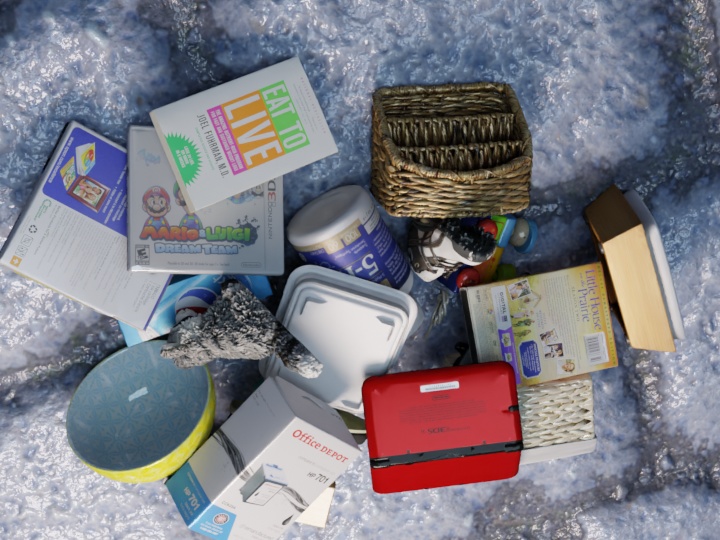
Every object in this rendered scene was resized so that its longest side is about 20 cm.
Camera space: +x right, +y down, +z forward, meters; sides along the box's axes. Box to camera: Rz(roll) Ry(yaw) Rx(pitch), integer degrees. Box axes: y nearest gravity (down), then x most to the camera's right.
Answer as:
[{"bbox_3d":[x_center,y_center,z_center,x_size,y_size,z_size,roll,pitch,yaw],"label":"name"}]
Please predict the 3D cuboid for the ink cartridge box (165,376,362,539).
[{"bbox_3d":[-0.121,0.248,1.648,0.200,0.086,0.146,-45,136,10],"label":"ink cartridge box"}]

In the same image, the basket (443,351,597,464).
[{"bbox_3d":[0.217,0.184,1.823,0.200,0.136,0.123,-9,119,-11],"label":"basket"}]

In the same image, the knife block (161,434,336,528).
[{"bbox_3d":[-0.157,0.284,1.755,0.176,0.200,0.064,-4,114,-45],"label":"knife block"}]

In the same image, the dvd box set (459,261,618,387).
[{"bbox_3d":[0.239,0.076,1.747,0.200,0.029,0.146,-11,93,-16],"label":"dvd box set"}]

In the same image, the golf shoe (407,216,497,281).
[{"bbox_3d":[0.114,-0.023,1.691,0.078,0.200,0.095,13,101,-18],"label":"golf shoe"}]

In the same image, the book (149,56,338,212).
[{"bbox_3d":[-0.145,-0.171,1.627,0.200,0.048,0.134,-25,98,-19],"label":"book"}]

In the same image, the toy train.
[{"bbox_3d":[0.162,0.008,1.789,0.116,0.085,0.200,9,107,-31],"label":"toy train"}]

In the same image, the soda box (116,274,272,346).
[{"bbox_3d":[-0.221,0.028,1.698,0.200,0.068,0.064,-21,113,-7],"label":"soda box"}]

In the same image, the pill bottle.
[{"bbox_3d":[0.000,0.000,1.717,0.120,0.120,0.200,-32,114,-1],"label":"pill bottle"}]

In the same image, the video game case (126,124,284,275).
[{"bbox_3d":[-0.193,-0.086,1.637,0.200,0.024,0.182,1,84,-22],"label":"video game case"}]

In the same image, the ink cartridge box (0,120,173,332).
[{"bbox_3d":[-0.318,-0.053,1.628,0.200,0.047,0.198,29,80,-23],"label":"ink cartridge box"}]

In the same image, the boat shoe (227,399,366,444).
[{"bbox_3d":[-0.085,0.220,1.799,0.201,0.074,0.063,6,105,-15],"label":"boat shoe"}]

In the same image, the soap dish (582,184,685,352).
[{"bbox_3d":[0.374,0.000,1.797,0.081,0.157,0.200,-18,113,5],"label":"soap dish"}]

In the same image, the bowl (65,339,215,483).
[{"bbox_3d":[-0.269,0.201,1.700,0.200,0.200,0.108,-27,137,-3],"label":"bowl"}]

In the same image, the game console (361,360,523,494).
[{"bbox_3d":[0.107,0.209,1.724,0.200,0.119,0.172,-7,90,-1],"label":"game console"}]

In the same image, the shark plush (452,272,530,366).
[{"bbox_3d":[0.198,0.083,1.774,0.200,0.083,0.091,-29,150,-26],"label":"shark plush"}]

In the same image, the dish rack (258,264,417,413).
[{"bbox_3d":[-0.032,0.099,1.685,0.172,0.044,0.200,17,123,-8],"label":"dish rack"}]

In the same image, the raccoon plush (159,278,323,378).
[{"bbox_3d":[-0.158,0.099,1.609,0.134,0.200,0.097,-44,135,-7],"label":"raccoon plush"}]

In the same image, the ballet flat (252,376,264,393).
[{"bbox_3d":[-0.048,0.149,1.794,0.200,0.067,0.067,-24,143,-6],"label":"ballet flat"}]

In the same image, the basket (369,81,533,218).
[{"bbox_3d":[0.119,-0.155,1.678,0.200,0.143,0.149,-3,111,-14],"label":"basket"}]
